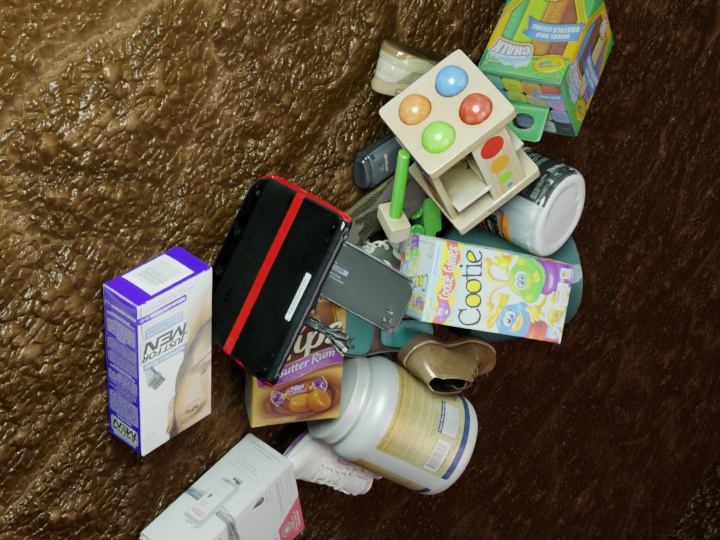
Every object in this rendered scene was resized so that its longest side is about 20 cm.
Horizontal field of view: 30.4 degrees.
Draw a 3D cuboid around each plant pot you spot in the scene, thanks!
[{"bbox_3d":[0.187,0.008,1.864,0.159,0.200,0.203,-19,131,-28],"label":"plant pot"}]

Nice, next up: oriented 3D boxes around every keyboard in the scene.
[{"bbox_3d":[-0.042,0.019,1.535,0.128,0.198,0.021,-63,-176,-24],"label":"keyboard"}]

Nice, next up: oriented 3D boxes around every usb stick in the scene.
[{"bbox_3d":[0.064,-0.167,1.693,0.199,0.032,0.056,-36,141,-35],"label":"usb stick"}]

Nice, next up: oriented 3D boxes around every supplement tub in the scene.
[{"bbox_3d":[0.187,-0.112,1.754,0.122,0.199,0.124,-34,140,-35],"label":"supplement tub"},{"bbox_3d":[0.041,0.201,1.767,0.198,0.144,0.146,27,92,-25],"label":"supplement tub"}]

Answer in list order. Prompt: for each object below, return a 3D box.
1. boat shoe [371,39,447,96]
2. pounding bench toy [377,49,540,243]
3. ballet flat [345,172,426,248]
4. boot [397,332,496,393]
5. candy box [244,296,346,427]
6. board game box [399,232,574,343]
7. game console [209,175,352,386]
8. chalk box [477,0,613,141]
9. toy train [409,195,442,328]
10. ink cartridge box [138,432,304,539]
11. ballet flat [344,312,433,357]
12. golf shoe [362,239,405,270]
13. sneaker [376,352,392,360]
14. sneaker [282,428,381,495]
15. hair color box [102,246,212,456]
[{"bbox_3d":[0.085,-0.234,1.645,0.198,0.071,0.065,7,113,-46],"label":"boat shoe"},{"bbox_3d":[0.088,-0.135,1.587,0.199,0.125,0.156,-37,145,-1],"label":"pounding bench toy"},{"bbox_3d":[0.016,-0.074,1.684,0.200,0.046,0.068,-40,126,-34],"label":"ballet flat"},{"bbox_3d":[0.130,0.135,1.778,0.199,0.076,0.074,7,127,-53],"label":"boot"},{"bbox_3d":[-0.081,0.092,1.612,0.115,0.057,0.203,-6,123,-14],"label":"candy box"},{"bbox_3d":[0.157,0.022,1.702,0.197,0.105,0.105,9,93,-21],"label":"board game box"},{"bbox_3d":[-0.100,0.006,1.454,0.031,0.176,0.202,21,96,-44],"label":"game console"},{"bbox_3d":[0.239,-0.265,1.748,0.202,0.123,0.124,-66,151,-21],"label":"chalk box"},{"bbox_3d":[0.090,-0.013,1.792,0.056,0.042,0.203,-13,115,-14],"label":"toy train"},{"bbox_3d":[-0.172,0.331,1.683,0.200,0.082,0.148,-41,143,-31],"label":"ink cartridge box"},{"bbox_3d":[0.008,0.077,1.731,0.198,0.063,0.069,6,96,-39],"label":"ballet flat"},{"bbox_3d":[0.000,0.000,1.708,0.199,0.076,0.090,4,93,-61],"label":"golf shoe"},{"bbox_3d":[0.042,0.174,1.873,0.070,0.082,0.202,-41,143,-26],"label":"sneaker"},{"bbox_3d":[-0.033,0.261,1.811,0.199,0.100,0.075,-5,140,-53],"label":"sneaker"},{"bbox_3d":[-0.219,0.089,1.450,0.109,0.064,0.202,-30,138,-41],"label":"hair color box"}]
